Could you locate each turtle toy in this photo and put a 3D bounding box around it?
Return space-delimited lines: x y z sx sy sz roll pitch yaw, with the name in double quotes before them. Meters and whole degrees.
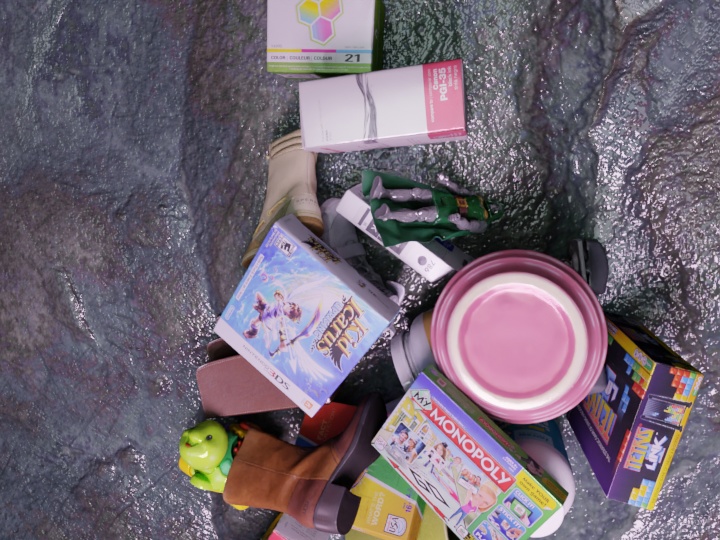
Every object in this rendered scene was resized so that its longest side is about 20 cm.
"turtle toy" -0.196 0.280 0.841 0.144 0.200 0.102 17 83 31

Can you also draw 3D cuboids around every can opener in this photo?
"can opener" 0.298 0.055 0.717 0.066 0.053 0.203 -2 74 0

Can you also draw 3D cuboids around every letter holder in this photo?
"letter holder" -0.138 0.126 0.837 0.197 0.101 0.144 -10 96 14

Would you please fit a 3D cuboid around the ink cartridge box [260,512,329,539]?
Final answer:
"ink cartridge box" -0.133 0.462 0.858 0.083 0.176 0.201 33 105 4

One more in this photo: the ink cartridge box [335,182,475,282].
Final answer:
"ink cartridge box" 0.066 -0.045 0.758 0.199 0.099 0.039 36 112 5

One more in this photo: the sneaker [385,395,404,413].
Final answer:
"sneaker" -0.011 0.243 0.847 0.199 0.074 0.088 -35 80 13

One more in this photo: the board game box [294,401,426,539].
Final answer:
"board game box" -0.002 0.267 0.759 0.198 0.040 0.154 3 57 28

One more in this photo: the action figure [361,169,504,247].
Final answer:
"action figure" 0.106 -0.082 0.728 0.055 0.198 0.119 -48 48 52

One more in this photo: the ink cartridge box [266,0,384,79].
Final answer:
"ink cartridge box" -0.044 -0.361 0.736 0.146 0.076 0.203 5 103 11

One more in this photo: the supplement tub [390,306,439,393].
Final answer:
"supplement tub" 0.155 0.102 0.744 0.199 0.145 0.146 -29 94 15

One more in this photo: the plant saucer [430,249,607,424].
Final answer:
"plant saucer" 0.176 0.078 0.635 0.198 0.051 0.204 1 93 17

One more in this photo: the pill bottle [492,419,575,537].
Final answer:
"pill bottle" 0.216 0.254 0.730 0.109 0.200 0.112 2 101 11

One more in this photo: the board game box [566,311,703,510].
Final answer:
"board game box" 0.324 0.158 0.689 0.056 0.200 0.167 15 102 4

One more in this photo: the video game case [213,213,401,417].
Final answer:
"video game case" -0.075 0.063 0.711 0.181 0.045 0.201 39 122 5

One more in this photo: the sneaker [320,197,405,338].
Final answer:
"sneaker" 0.000 0.000 0.774 0.114 0.075 0.203 6 107 42

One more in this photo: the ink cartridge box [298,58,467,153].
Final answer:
"ink cartridge box" 0.035 -0.202 0.712 0.197 0.146 0.084 -3 99 12

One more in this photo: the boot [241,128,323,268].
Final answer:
"boot" -0.115 -0.093 0.798 0.072 0.200 0.157 8 66 -28

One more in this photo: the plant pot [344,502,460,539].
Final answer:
"plant pot" 0.081 0.372 0.808 0.198 0.187 0.189 -20 96 31

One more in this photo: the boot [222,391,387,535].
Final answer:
"boot" -0.072 0.241 0.755 0.198 0.069 0.190 0 57 35

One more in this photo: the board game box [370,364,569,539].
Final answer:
"board game box" 0.117 0.226 0.647 0.200 0.029 0.135 42 121 21
